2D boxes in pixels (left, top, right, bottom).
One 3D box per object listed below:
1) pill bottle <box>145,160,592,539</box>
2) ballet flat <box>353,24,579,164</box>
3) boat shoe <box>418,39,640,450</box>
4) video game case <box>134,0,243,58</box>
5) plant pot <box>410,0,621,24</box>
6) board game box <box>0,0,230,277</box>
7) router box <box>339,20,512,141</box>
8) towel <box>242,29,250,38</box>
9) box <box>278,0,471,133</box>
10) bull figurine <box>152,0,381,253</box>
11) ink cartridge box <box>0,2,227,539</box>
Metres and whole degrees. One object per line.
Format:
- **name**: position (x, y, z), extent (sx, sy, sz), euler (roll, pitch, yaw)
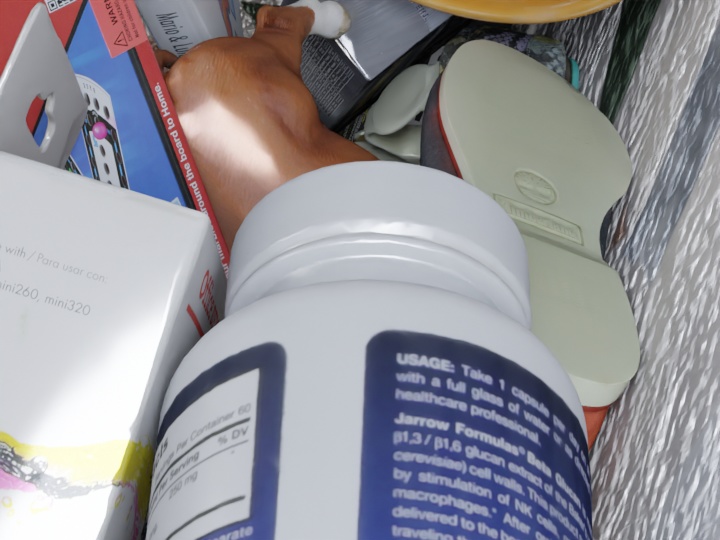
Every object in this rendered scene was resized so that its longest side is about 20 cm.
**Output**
- **pill bottle**: position (0.002, 0.074, 0.575), extent (0.111, 0.110, 0.201), euler (117, 162, -47)
- **ballet flat**: position (0.030, -0.048, 0.986), extent (0.200, 0.072, 0.073), euler (124, 165, -65)
- **boat shoe**: position (0.046, -0.004, 0.743), extent (0.201, 0.071, 0.063), euler (-91, 25, -55)
- **video game case**: position (-0.074, -0.175, 0.828), extent (0.182, 0.023, 0.202), euler (65, -163, -70)
- **plant pot**: position (0.061, -0.219, 0.809), extent (0.184, 0.199, 0.200), euler (-55, -3, -33)
- **board game box**: position (-0.085, 0.011, 0.730), extent (0.103, 0.201, 0.019), euler (-31, 20, -32)
- **router box**: position (0.030, -0.099, 1.197), extent (0.150, 0.051, 0.201), euler (-83, 12, -57)
- **towel**: position (-0.027, 0.002, 0.981), extent (0.133, 0.034, 0.201), euler (96, 151, -57)
- **box**: position (0.032, -0.125, 0.977), extent (0.158, 0.048, 0.200), euler (-39, 1, -10)
- **bull figurine**: position (0.000, 0.000, 0.800), extent (0.065, 0.201, 0.121), euler (-29, 9, 27)
- **ink cartridge box**: position (-0.085, 0.043, 0.639), extent (0.117, 0.067, 0.202), euler (93, -167, -79)
